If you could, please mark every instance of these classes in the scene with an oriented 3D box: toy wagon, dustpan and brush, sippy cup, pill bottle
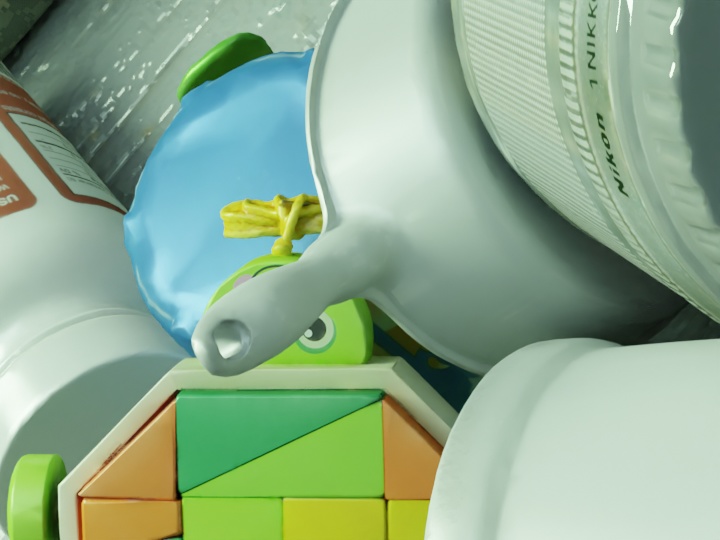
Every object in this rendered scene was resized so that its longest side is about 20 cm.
[{"bbox_3d":[-0.022,0.079,0.790,0.155,0.040,0.201,0,98,7],"label":"toy wagon"},{"bbox_3d":[0.016,-0.016,0.768,0.057,0.200,0.140,-28,94,28],"label":"dustpan and brush"},{"bbox_3d":[0.000,0.000,0.875,0.178,0.130,0.140,11,75,37],"label":"sippy cup"},{"bbox_3d":[-0.133,0.004,0.978,0.112,0.112,0.200,-47,50,6],"label":"pill bottle"}]

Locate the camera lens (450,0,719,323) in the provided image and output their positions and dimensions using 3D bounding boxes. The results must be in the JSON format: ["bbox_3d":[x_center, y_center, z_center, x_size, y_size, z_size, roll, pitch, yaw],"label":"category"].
[{"bbox_3d":[0.115,-0.064,0.681,0.160,0.160,0.200,-52,15,2],"label":"camera lens"}]

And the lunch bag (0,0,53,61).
[{"bbox_3d":[-0.209,-0.145,1.047,0.164,0.200,0.118,-49,49,4],"label":"lunch bag"}]

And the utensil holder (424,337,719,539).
[{"bbox_3d":[0.140,0.094,0.708,0.200,0.170,0.170,-7,64,31],"label":"utensil holder"}]
